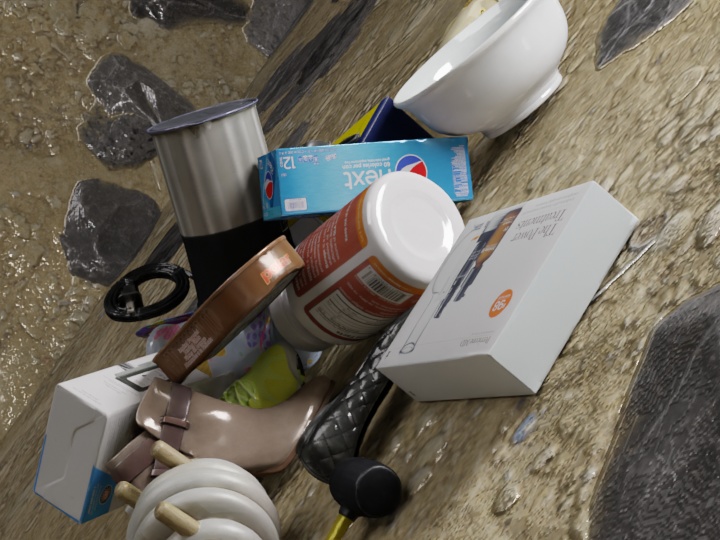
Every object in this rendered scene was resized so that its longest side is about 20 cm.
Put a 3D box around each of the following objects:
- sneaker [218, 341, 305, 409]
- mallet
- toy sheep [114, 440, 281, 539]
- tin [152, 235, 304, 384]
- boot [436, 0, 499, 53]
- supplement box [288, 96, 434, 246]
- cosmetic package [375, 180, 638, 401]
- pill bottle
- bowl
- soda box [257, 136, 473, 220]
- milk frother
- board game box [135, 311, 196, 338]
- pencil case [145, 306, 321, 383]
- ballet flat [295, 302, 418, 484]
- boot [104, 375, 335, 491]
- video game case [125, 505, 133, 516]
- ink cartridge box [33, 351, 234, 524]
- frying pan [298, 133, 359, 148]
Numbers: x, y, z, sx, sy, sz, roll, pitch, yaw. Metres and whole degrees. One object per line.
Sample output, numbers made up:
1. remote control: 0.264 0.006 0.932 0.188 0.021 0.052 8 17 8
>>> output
1. sneaker: -0.125 0.154 1.358 0.075 0.076 0.201 35 93 46
2. mallet: -0.040 0.223 1.037 0.201 0.041 0.066 -56 15 -4
3. toy sheep: -0.126 0.215 1.130 0.138 0.137 0.201 -47 24 16
4. tin: -0.121 0.040 1.300 0.112 0.042 0.200 -36 -5 -42
5. boot: 0.144 -0.274 1.645 0.200 0.073 0.156 -41 16 43
6. supplement box: -0.003 -0.074 1.525 0.200 0.109 0.110 -35 21 49
7. cosmetic package: 0.103 0.021 1.059 0.152 0.051 0.200 -59 15 -18
8. pill bottle: 0.000 0.000 1.317 0.200 0.112 0.113 -36 20 47
9. bowl: 0.134 -0.194 1.398 0.200 0.091 0.201 -38 11 9
10. soda box: 0.005 -0.088 1.374 0.068 0.197 0.065 171 93 -70
11. milk frother: -0.179 -0.056 1.438 0.198 0.191 0.180 -19 12 -16
12. board game box: -0.154 0.072 1.622 0.197 0.040 0.158 -8 -9 -24
13. pencil case: -0.131 0.079 1.478 0.198 0.084 0.090 -16 -7 38
14. ballet flat: 0.024 0.093 1.167 0.201 0.057 0.067 -50 -15 -17
15. boot: -0.129 0.143 1.287 0.201 0.145 0.070 -57 2 -26
16. video game case: -0.190 0.180 1.611 0.201 0.023 0.182 -59 6 -25
17. ink cartridge box: -0.214 0.152 1.371 0.199 0.067 0.117 -15 -54 -59
18. frying pan: -0.063 -0.096 1.500 0.116 0.031 0.190 -55 11 -8
